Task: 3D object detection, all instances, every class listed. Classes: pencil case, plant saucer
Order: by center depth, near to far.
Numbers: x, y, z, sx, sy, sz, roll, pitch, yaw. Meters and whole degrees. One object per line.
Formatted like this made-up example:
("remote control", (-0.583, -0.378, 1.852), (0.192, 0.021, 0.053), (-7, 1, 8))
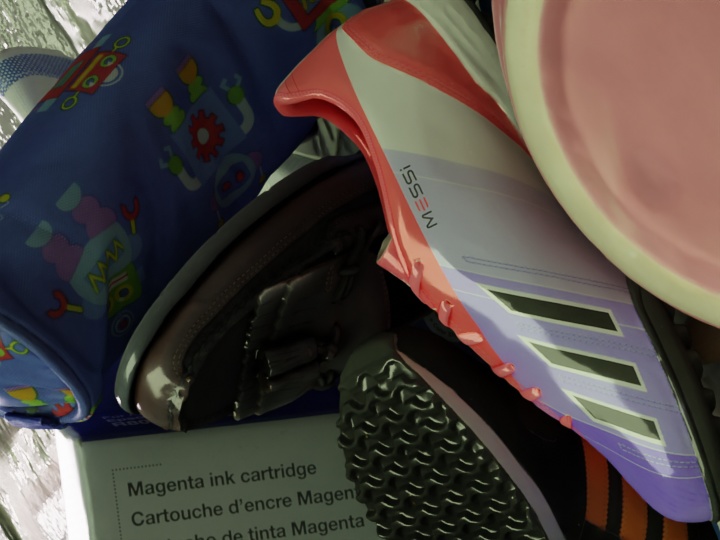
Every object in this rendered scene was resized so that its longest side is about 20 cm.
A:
("plant saucer", (0.115, -0.056, 0.717), (0.200, 0.051, 0.201), (22, 131, 27))
("pencil case", (-0.072, -0.035, 0.869), (0.078, 0.200, 0.087), (0, 136, 48))

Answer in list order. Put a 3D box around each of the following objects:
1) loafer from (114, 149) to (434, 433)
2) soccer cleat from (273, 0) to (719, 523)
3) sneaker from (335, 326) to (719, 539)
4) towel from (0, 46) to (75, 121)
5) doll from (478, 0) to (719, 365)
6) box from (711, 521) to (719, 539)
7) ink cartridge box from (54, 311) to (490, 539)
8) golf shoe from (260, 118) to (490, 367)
("loafer", (0.000, 0.000, 0.873), (0.063, 0.200, 0.072), (34, 133, 18))
("soccer cleat", (0.048, 0.003, 0.831), (0.201, 0.073, 0.068), (59, 172, 8))
("sneaker", (0.075, 0.082, 0.874), (0.200, 0.090, 0.070), (47, 139, -11))
("towel", (-0.054, -0.015, 1.036), (0.200, 0.024, 0.147), (47, -164, 19))
("doll", (0.087, -0.067, 0.809), (0.200, 0.048, 0.136), (59, 153, -10))
("box", (0.200, 0.095, 0.782), (0.200, 0.064, 0.070), (5, 123, 57))
("ink cartridge box", (-0.002, 0.094, 0.897), (0.043, 0.195, 0.201), (158, 105, -70))
("golf shoe", (-0.001, -0.020, 1.000), (0.200, 0.075, 0.092), (55, 166, 14))
